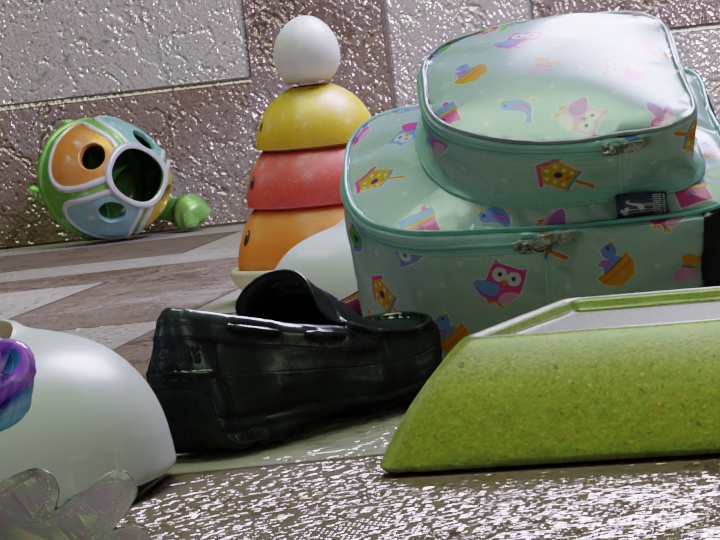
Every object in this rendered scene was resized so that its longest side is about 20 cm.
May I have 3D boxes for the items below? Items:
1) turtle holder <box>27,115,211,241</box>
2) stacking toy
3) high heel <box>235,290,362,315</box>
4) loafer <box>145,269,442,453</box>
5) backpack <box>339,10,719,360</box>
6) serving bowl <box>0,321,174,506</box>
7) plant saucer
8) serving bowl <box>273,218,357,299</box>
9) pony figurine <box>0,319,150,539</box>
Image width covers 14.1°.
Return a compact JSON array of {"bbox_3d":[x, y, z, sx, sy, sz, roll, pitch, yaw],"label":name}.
[{"bbox_3d":[-0.272,-0.091,3.295,0.141,0.186,0.132,-45,23,-26],"label":"turtle holder"},{"bbox_3d":[-0.031,-0.085,2.117,0.146,0.200,0.146,-6,3,0],"label":"stacking toy"},{"bbox_3d":[0.000,0.000,1.566,0.200,0.096,0.067,-7,4,-14],"label":"high heel"},{"bbox_3d":[-0.025,0.033,1.303,0.068,0.070,0.201,-4,5,33],"label":"loafer"},{"bbox_3d":[0.087,-0.036,1.458,0.200,0.153,0.176,-15,30,4],"label":"backpack"},{"bbox_3d":[-0.177,0.058,1.166,0.200,0.066,0.200,-7,4,0],"label":"serving bowl"},{"bbox_3d":[0.129,0.037,1.165,0.200,0.048,0.200,-5,4,21],"label":"plant saucer"},{"bbox_3d":[0.034,-0.005,1.826,0.200,0.066,0.200,-7,5,1],"label":"serving bowl"},{"bbox_3d":[-0.174,0.050,0.920,0.200,0.167,0.193,-25,4,-25],"label":"pony figurine"}]
